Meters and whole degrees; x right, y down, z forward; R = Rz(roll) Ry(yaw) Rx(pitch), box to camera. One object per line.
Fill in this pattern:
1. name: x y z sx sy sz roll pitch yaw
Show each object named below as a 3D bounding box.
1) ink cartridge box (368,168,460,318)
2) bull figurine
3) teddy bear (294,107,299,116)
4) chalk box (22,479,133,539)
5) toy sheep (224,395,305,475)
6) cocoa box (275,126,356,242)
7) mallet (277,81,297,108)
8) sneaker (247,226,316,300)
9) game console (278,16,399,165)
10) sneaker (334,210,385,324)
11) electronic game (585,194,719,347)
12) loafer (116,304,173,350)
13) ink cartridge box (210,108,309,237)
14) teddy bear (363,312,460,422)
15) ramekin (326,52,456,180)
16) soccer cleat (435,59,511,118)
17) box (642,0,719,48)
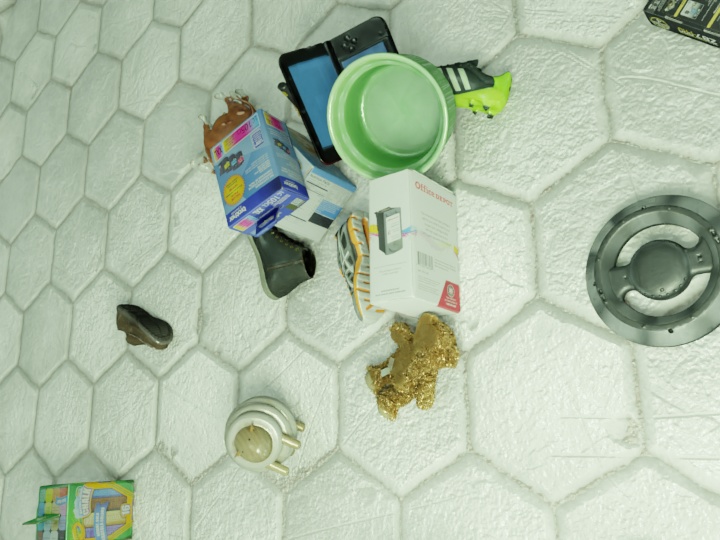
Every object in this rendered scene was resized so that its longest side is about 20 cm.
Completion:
1. ink cartridge box: 0.085 -0.036 1.096 0.085 0.147 0.201 -13 70 35
2. bull figurine: -0.301 -0.302 1.522 0.200 0.065 0.122 -38 65 23
3. teddy bear: -0.057 -0.354 1.332 0.199 0.067 0.146 18 92 40
4. chalk box: -0.592 0.504 1.461 0.124 0.200 0.125 -14 70 35
5. toy sheep: -0.168 0.281 1.213 0.137 0.200 0.139 0 92 -2
6. cocoa box: -0.131 -0.175 1.312 0.131 0.133 0.200 -52 53 15
7. mallet: -0.079 -0.269 1.258 0.066 0.200 0.041 21 78 29
8. sneaker: -0.148 -0.054 1.343 0.106 0.075 0.201 -26 73 26
9. game console: -0.012 -0.308 1.200 0.172 0.119 0.201 -20 99 24
10. sneaker: 0.000 0.000 1.210 0.077 0.078 0.201 -30 57 44
11. electronic game: 0.390 0.000 0.912 0.199 0.042 0.201 -12 72 38
12. loafer: -0.481 0.137 1.561 0.200 0.073 0.071 25 105 45
13. ink cartridge box: -0.172 -0.152 1.205 0.136 0.076 0.201 -32 63 27
14. teddy bear: 0.082 0.153 1.114 0.201 0.067 0.145 -61 41 18
15. ramekin: 0.056 -0.247 1.118 0.199 0.098 0.201 9 115 20
16. soccer cleat: 0.152 -0.310 1.157 0.199 0.068 0.081 21 82 23
17. box: 0.500 -0.400 0.924 0.161 0.049 0.201 40 104 40
